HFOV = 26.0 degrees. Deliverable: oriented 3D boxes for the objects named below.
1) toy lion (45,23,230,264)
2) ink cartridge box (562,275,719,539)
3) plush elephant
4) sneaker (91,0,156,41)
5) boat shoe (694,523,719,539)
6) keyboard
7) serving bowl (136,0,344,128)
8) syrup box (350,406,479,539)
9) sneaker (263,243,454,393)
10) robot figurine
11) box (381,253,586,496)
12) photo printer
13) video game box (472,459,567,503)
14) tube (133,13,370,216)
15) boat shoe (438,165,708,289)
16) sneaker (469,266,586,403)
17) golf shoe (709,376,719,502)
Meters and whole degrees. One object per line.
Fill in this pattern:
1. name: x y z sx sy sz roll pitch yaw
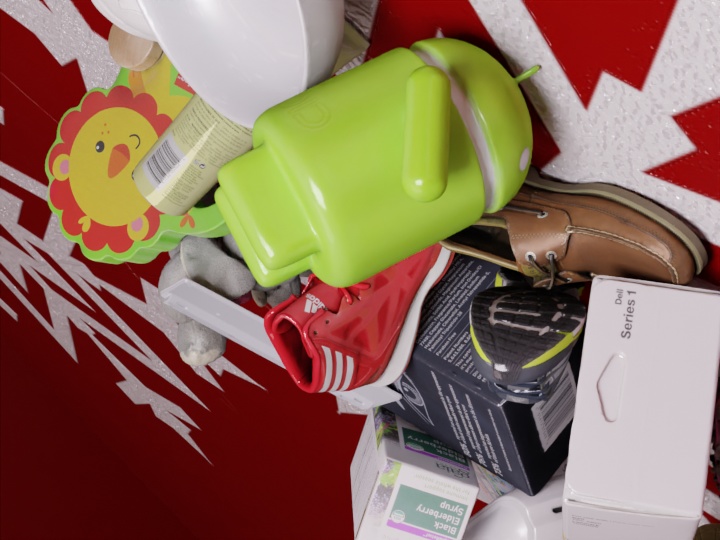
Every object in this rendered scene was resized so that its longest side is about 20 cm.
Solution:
1. toy lion: -0.153 -0.087 1.201 0.200 0.192 0.069 29 -170 30
2. ink cartridge box: 0.179 0.108 1.002 0.084 0.145 0.200 7 159 10
3. plush elephant: -0.084 -0.012 1.273 0.155 0.164 0.201 36 154 52
4. sneaker: -0.171 -0.237 1.090 0.200 0.075 0.100 46 162 -13
5. boat shoe: 0.331 0.241 1.181 0.066 0.074 0.200 37 167 -29
6. keyboard: -0.061 0.058 1.211 0.200 0.011 0.056 29 151 -19
7. serving bowl: -0.074 -0.192 0.981 0.200 0.066 0.201 38 145 32
8. syrup box: 0.041 0.170 1.276 0.078 0.082 0.200 18 -171 -5
9. sneaker: 0.000 0.000 1.083 0.078 0.115 0.201 22 112 34
10. robot figurine: 0.015 -0.066 0.932 0.116 0.199 0.176 61 166 10
11. box: 0.076 0.061 1.216 0.200 0.104 0.148 30 158 32
12. photo printer: 0.147 0.228 1.299 0.200 0.166 0.070 -47 57 45
13. video game box: 0.125 0.159 1.428 0.182 0.047 0.200 23 154 47
14. tube: -0.082 -0.118 1.089 0.058 0.200 0.052 17 -140 -40
15. boat shoe: 0.127 -0.017 1.001 0.200 0.068 0.072 20 149 45
16. sneaker: 0.110 0.052 1.016 0.074 0.081 0.200 8 -169 13
17. golf shoe: 0.290 0.143 1.061 0.092 0.073 0.200 -10 127 21
